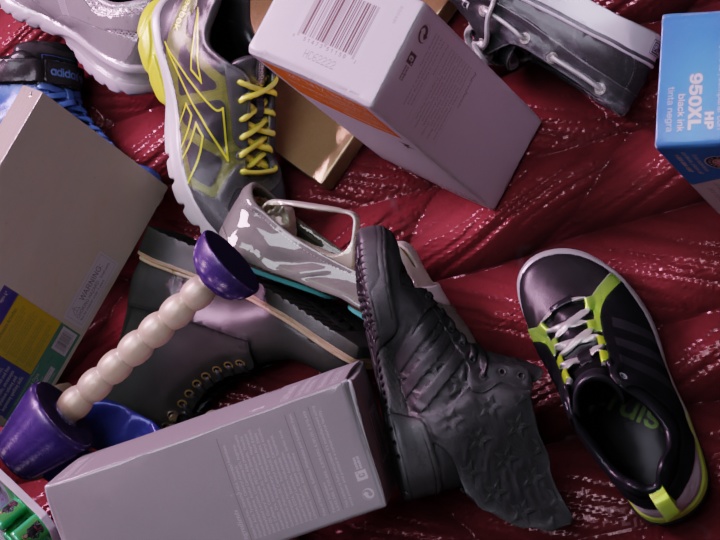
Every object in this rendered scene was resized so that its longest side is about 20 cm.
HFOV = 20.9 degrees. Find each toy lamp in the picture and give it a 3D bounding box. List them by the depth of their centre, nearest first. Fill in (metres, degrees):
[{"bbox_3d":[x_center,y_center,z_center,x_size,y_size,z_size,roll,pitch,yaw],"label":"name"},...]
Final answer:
[{"bbox_3d":[-0.154,0.058,1.251,0.200,0.058,0.058,-43,60,12],"label":"toy lamp"}]

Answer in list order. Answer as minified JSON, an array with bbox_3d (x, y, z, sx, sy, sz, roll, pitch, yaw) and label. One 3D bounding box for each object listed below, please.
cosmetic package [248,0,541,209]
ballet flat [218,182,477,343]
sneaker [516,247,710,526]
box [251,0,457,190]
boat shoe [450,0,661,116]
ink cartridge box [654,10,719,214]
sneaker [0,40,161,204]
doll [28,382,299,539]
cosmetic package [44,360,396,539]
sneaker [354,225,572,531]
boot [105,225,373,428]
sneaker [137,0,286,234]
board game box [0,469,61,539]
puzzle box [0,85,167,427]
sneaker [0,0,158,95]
[{"bbox_3d":[0.026,-0.115,1.228,0.101,0.200,0.072,26,87,31],"label":"cosmetic package"},{"bbox_3d":[0.000,0.000,1.259,0.199,0.067,0.064,25,97,15],"label":"ballet flat"},{"bbox_3d":[0.151,0.061,1.177,0.071,0.083,0.201,-35,62,12],"label":"sneaker"},{"bbox_3d":[-0.022,-0.178,1.375,0.163,0.021,0.201,36,92,31],"label":"box"},{"bbox_3d":[0.098,-0.162,1.280,0.198,0.074,0.069,27,94,13],"label":"boat shoe"},{"bbox_3d":[0.285,-0.092,1.123,0.198,0.144,0.085,-1,75,27],"label":"ink cartridge box"},{"bbox_3d":[-0.218,-0.110,1.420,0.199,0.076,0.112,13,89,36],"label":"sneaker"},{"bbox_3d":[-0.127,0.151,1.297,0.199,0.048,0.138,23,106,17],"label":"doll"},{"bbox_3d":[-0.082,0.129,1.201,0.198,0.107,0.091,-17,93,5],"label":"cosmetic package"},{"bbox_3d":[0.062,0.065,1.190,0.103,0.060,0.202,-11,88,-5],"label":"sneaker"},{"bbox_3d":[-0.085,0.069,1.311,0.199,0.077,0.140,25,96,36],"label":"boot"},{"bbox_3d":[-0.090,-0.104,1.324,0.084,0.074,0.202,-26,83,42],"label":"sneaker"},{"bbox_3d":[-0.252,0.171,1.286,0.026,0.201,0.199,-37,55,-25],"label":"board game box"},{"bbox_3d":[-0.223,-0.003,1.291,0.025,0.133,0.201,21,78,43],"label":"puzzle box"},{"bbox_3d":[-0.202,-0.210,1.432,0.199,0.074,0.083,37,122,27],"label":"sneaker"}]
